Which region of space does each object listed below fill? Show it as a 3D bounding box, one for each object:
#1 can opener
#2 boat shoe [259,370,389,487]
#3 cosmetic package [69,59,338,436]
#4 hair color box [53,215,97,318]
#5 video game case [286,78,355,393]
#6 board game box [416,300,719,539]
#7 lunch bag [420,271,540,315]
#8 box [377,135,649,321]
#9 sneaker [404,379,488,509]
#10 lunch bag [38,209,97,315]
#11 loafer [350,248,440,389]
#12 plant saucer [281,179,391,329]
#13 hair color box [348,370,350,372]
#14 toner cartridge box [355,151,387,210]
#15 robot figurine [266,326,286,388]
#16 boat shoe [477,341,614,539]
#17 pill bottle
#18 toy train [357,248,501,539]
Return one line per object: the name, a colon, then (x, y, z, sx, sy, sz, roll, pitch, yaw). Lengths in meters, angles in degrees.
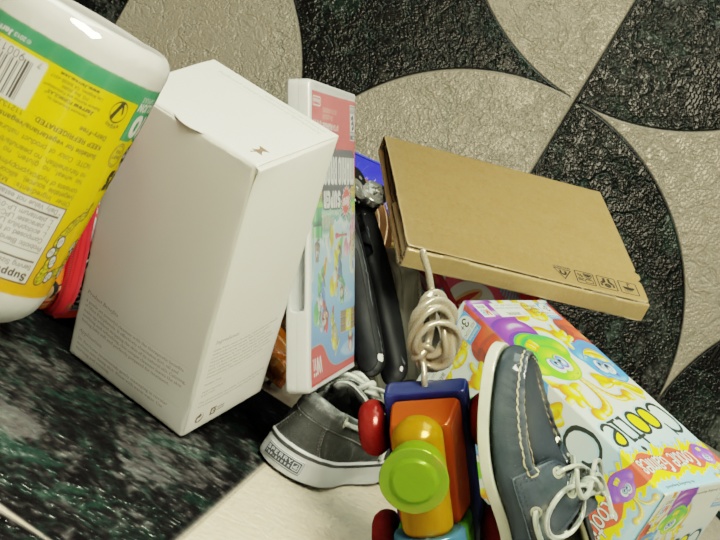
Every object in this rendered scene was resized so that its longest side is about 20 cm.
can opener: (0.000, 0.000, 1.058, 0.063, 0.079, 0.200, 11, 48, -43)
boat shoe: (-0.010, 0.107, 0.979, 0.074, 0.068, 0.199, 33, 6, 21)
cosmetic package: (-0.100, -0.013, 0.836, 0.108, 0.200, 0.085, 35, 34, 22)
hair color box: (-0.134, -0.016, 0.999, 0.200, 0.061, 0.102, -2, 22, -22)
video game case: (-0.025, -0.025, 0.930, 0.017, 0.201, 0.143, 1, 3, 11)
board game box: (0.142, 0.120, 0.949, 0.105, 0.103, 0.200, 1, 36, -47)
lunch bag: (0.108, 0.031, 1.202, 0.176, 0.082, 0.200, 63, -2, -13)
box: (0.116, -0.036, 1.073, 0.200, 0.021, 0.164, 13, 33, -15)
sneaker: (0.117, 0.164, 1.127, 0.121, 0.084, 0.200, 18, 15, -39)
lunch bag: (-0.215, -0.076, 0.838, 0.082, 0.177, 0.200, 7, 10, -28)
loafer: (0.032, 0.051, 1.167, 0.070, 0.070, 0.200, 50, -27, 31)
plant saucer: (-0.072, -0.027, 1.217, 0.200, 0.200, 0.032, 35, -24, 34)
hair color box: (-0.087, 0.025, 1.332, 0.200, 0.061, 0.099, 36, 7, 34)
toner cartridge box: (-0.048, -0.025, 1.259, 0.095, 0.200, 0.043, 26, -27, 32)
robot figurine: (-0.106, -0.007, 1.113, 0.200, 0.145, 0.058, 42, -9, 1)
boat shoe: (0.108, 0.137, 0.770, 0.062, 0.200, 0.075, -4, 8, 29)
pill bottle: (-0.190, -0.045, 0.687, 0.113, 0.200, 0.113, 30, 6, -3)
toy train: (0.034, 0.096, 0.772, 0.084, 0.200, 0.116, -5, 10, 10)
